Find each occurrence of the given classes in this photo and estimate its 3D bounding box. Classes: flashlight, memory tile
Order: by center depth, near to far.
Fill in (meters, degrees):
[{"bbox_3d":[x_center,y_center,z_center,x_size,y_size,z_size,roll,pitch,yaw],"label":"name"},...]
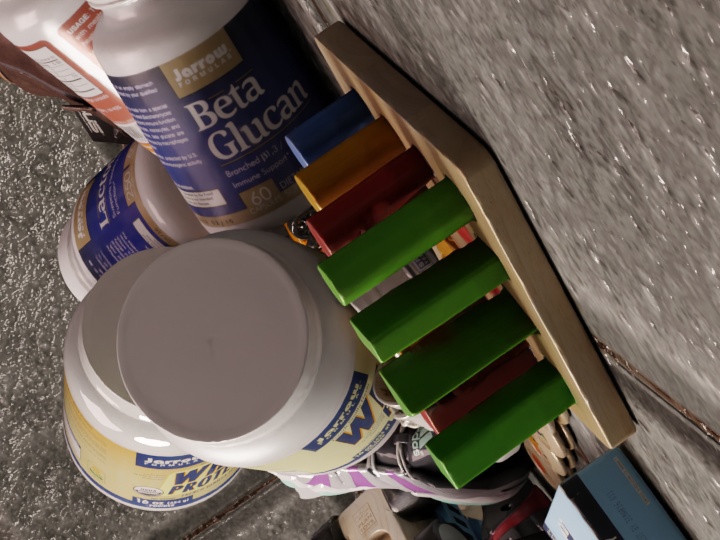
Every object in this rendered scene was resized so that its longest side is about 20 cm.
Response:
[{"bbox_3d":[0.087,0.063,1.620,0.153,0.017,0.200,53,173,20],"label":"memory tile"},{"bbox_3d":[0.081,0.142,1.864,0.200,0.068,0.068,52,172,27],"label":"flashlight"}]

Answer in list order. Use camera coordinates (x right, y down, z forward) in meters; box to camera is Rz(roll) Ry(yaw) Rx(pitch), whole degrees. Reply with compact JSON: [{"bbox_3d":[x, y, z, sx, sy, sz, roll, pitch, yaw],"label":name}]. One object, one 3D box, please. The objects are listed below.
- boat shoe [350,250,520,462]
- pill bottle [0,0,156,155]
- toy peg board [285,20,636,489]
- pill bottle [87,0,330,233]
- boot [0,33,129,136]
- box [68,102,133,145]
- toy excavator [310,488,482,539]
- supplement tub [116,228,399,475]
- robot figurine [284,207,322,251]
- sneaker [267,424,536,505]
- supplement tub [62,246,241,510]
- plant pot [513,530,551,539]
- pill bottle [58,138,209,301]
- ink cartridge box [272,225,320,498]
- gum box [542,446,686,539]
[{"bbox_3d":[0.040,0.062,1.566,0.071,0.070,0.200,51,172,40],"label":"boat shoe"},{"bbox_3d":[-0.166,-0.172,1.674,0.200,0.112,0.112,39,-177,-29],"label":"pill bottle"},{"bbox_3d":[0.027,0.000,1.359,0.200,0.098,0.199,60,173,-33],"label":"toy peg board"},{"bbox_3d":[-0.097,-0.128,1.592,0.200,0.111,0.111,58,174,-25],"label":"pill bottle"},{"bbox_3d":[-0.234,-0.180,1.775,0.166,0.072,0.200,30,165,26],"label":"boot"},{"bbox_3d":[-0.167,-0.170,1.870,0.158,0.048,0.200,9,144,34],"label":"box"},{"bbox_3d":[0.060,0.200,1.938,0.200,0.100,0.195,22,-149,-46],"label":"toy excavator"},{"bbox_3d":[-0.058,0.052,1.595,0.145,0.145,0.200,54,-170,16],"label":"supplement tub"},{"bbox_3d":[0.000,0.000,1.777,0.145,0.058,0.200,52,172,39],"label":"robot figurine"},{"bbox_3d":[0.028,0.113,1.742,0.140,0.200,0.078,132,141,-77],"label":"sneaker"},{"bbox_3d":[-0.139,0.077,1.819,0.145,0.144,0.200,54,162,15],"label":"supplement tub"},{"bbox_3d":[0.130,0.282,1.703,0.200,0.177,0.200,54,174,25],"label":"plant pot"},{"bbox_3d":[-0.144,-0.038,1.883,0.116,0.116,0.200,56,147,1],"label":"pill bottle"},{"bbox_3d":[-0.037,0.055,1.958,0.144,0.084,0.200,69,-173,-67],"label":"ink cartridge box"},{"bbox_3d":[0.175,0.195,1.494,0.170,0.045,0.200,54,173,11],"label":"gum box"}]
